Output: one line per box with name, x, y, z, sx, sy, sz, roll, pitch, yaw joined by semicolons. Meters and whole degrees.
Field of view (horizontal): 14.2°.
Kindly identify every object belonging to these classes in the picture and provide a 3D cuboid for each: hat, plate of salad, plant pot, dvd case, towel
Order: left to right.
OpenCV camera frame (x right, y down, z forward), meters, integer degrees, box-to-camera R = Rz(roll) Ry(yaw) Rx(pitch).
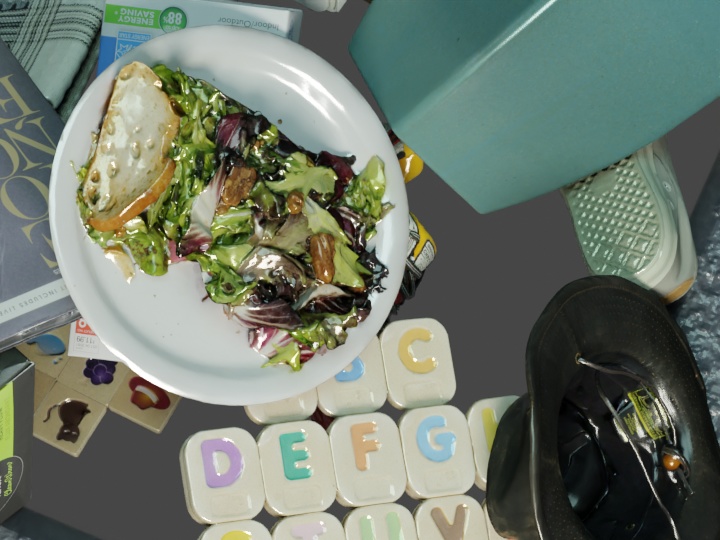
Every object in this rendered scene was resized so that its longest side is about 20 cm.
dvd case;-0.213;-0.042;1.515;0.149;0.016;0.200;-23;61;-28
towel;-0.221;-0.146;1.658;0.192;0.035;0.200;6;59;30
plate of salad;-0.062;-0.031;1.493;0.200;0.048;0.200;4;80;-23
plant pot;0.103;-0.139;1.583;0.200;0.141;0.141;-39;41;10
hat;0.113;0.101;1.509;0.081;0.201;0.201;-17;58;34

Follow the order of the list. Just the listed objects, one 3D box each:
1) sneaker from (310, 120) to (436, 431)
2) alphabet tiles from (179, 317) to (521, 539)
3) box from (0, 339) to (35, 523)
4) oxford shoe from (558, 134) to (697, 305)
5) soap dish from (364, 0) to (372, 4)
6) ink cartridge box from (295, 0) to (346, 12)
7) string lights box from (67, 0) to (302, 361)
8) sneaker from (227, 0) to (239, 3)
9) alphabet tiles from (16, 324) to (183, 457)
sneaker;0.000;0.000;1.591;0.082;0.078;0.200;2;64;3
alphabet tiles;0.007;0.124;1.517;0.200;0.015;0.196;-5;79;-21
box;-0.283;0.060;1.529;0.200;0.149;0.124;40;61;20
oxford shoe;0.146;-0.057;1.625;0.075;0.058;0.200;-26;47;20
soap dish;-0.011;-0.258;1.714;0.200;0.081;0.157;31;70;15
ink cartridge box;-0.025;-0.264;1.623;0.145;0.088;0.200;28;68;14
string lights box;-0.095;-0.049;1.573;0.103;0.059;0.200;7;96;5
sneaker;-0.100;-0.155;1.669;0.070;0.080;0.200;-24;61;-7
alphabet tiles;-0.152;0.002;1.637;0.166;0.006;0.200;25;68;14
